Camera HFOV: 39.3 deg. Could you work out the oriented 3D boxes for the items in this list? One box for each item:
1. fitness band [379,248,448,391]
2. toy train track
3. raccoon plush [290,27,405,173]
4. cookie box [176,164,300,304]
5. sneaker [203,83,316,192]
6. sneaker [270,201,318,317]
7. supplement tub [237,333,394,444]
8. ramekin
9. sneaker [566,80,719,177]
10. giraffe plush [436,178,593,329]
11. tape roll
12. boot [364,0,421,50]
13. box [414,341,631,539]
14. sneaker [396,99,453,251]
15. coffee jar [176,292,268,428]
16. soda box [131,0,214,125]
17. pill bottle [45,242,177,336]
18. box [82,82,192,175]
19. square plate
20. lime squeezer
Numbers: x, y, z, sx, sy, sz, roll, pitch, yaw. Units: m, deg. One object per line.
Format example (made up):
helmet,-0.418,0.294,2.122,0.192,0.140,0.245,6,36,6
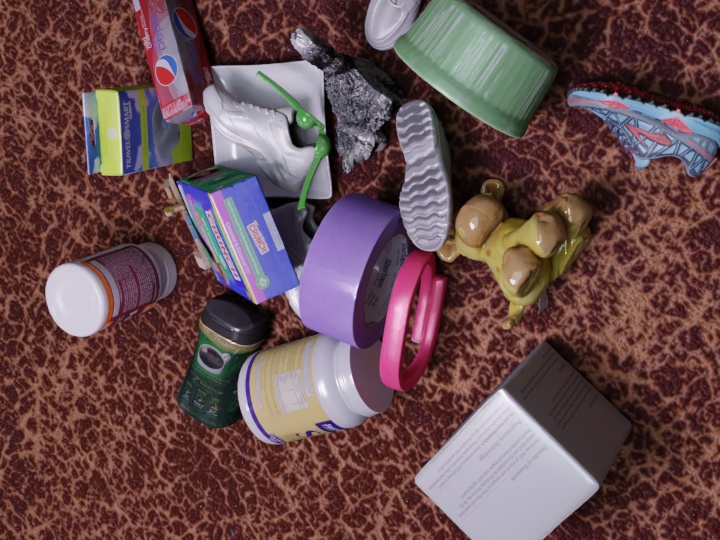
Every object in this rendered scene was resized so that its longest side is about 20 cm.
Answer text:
fitness band,0.072,0.069,1.397,0.037,0.143,0.201,15,109,23
toy train track,-0.272,-0.070,1.531,0.115,0.032,0.200,76,167,-47
raccoon plush,-0.037,-0.232,1.387,0.199,0.097,0.134,36,118,-11
cookie box,-0.178,-0.056,1.445,0.200,0.075,0.172,21,134,65
sneaker,-0.135,-0.210,1.444,0.200,0.078,0.099,42,111,1
sneaker,-0.077,-0.007,1.495,0.080,0.070,0.201,-20,93,26
supplement tub,-0.065,0.170,1.490,0.199,0.145,0.146,-17,95,29
ramekin,0.149,-0.262,1.250,0.200,0.200,0.098,40,109,12
sneaker,0.342,-0.171,1.242,0.199,0.079,0.096,22,114,20
giraffe plush,0.191,-0.043,1.327,0.162,0.172,0.201,41,152,22
tape roll,0.000,0.000,1.384,0.084,0.200,0.201,19,111,19
boot,0.050,-0.379,1.321,0.073,0.095,0.201,36,116,14
box,0.219,0.241,1.339,0.171,0.199,0.200,43,119,10
sneaker,0.100,-0.125,1.346,0.074,0.082,0.202,-7,81,31
coffee jar,-0.216,0.141,1.591,0.104,0.085,0.201,29,115,19
soda box,-0.272,-0.320,1.489,0.063,0.070,0.201,-19,82,31
pill bottle,-0.383,0.023,1.577,0.113,0.200,0.115,7,106,25
box,-0.324,-0.212,1.487,0.047,0.200,0.123,6,106,25
square plate,-0.132,-0.206,1.493,0.199,0.028,0.200,2,103,26
lime squeezer,-0.082,-0.190,1.396,0.070,0.038,0.201,-18,87,12
